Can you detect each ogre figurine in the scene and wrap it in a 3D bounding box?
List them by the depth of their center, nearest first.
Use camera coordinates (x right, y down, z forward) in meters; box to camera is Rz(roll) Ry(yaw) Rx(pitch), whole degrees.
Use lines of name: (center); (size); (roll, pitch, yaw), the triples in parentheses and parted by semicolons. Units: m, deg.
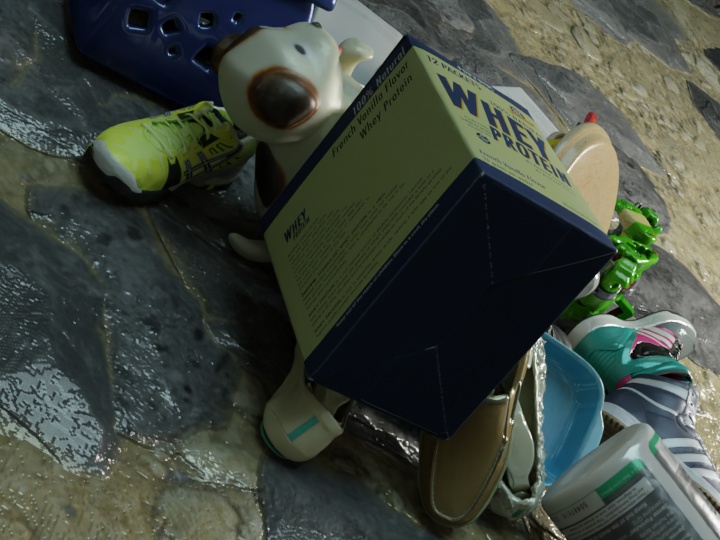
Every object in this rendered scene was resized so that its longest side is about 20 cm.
ogre figurine: (0.260, 0.004, 1.612); (0.098, 0.120, 0.200); (29, 27, -16)

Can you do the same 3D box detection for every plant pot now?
plant pot: (-0.140, -0.277, 1.403); (0.200, 0.180, 0.200); (23, 32, -32)

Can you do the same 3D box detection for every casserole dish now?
casserole dish: (0.118, 0.102, 1.301); (0.200, 0.121, 0.039); (33, -15, -19)

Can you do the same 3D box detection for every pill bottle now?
pill bottle: (0.249, 0.235, 1.247); (0.200, 0.113, 0.113); (53, 27, 4)

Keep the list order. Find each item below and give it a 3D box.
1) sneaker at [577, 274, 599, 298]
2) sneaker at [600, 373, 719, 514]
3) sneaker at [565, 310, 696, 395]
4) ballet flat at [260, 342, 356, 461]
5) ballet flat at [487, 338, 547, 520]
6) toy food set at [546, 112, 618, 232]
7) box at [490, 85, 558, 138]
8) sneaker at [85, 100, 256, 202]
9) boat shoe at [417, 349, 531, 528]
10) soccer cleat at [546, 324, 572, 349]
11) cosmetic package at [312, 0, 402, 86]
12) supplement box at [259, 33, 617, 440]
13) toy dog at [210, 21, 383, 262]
sneaker: (0.123, 0.009, 1.347); (0.200, 0.071, 0.080); (7, 38, -19)
sneaker: (0.309, 0.181, 1.441); (0.200, 0.070, 0.108); (44, 45, 10)
sneaker: (0.306, 0.103, 1.563); (0.200, 0.084, 0.121); (0, 43, -44)
ballet flat: (-0.020, 0.079, 1.177); (0.069, 0.069, 0.200); (38, 26, -8)
ballet flat: (0.122, 0.101, 1.234); (0.072, 0.072, 0.201); (0, 81, -54)
toy food set: (0.190, -0.053, 1.465); (0.049, 0.199, 0.200); (22, 19, 29)
box: (0.098, -0.092, 1.498); (0.106, 0.152, 0.200); (51, 28, 17)
sneaker: (-0.151, -0.109, 1.267); (0.075, 0.076, 0.200); (49, 28, 10)
boat shoe: (0.089, 0.099, 1.163); (0.071, 0.201, 0.076); (13, -4, 0)
soccer cleat: (0.156, 0.069, 1.415); (0.068, 0.081, 0.200); (52, 28, 19)
cosmetic package: (-0.026, -0.215, 1.596); (0.113, 0.081, 0.200); (36, 28, -12)
supplement box: (0.049, -0.026, 1.134); (0.134, 0.200, 0.200); (27, 24, -31)
toy dog: (-0.048, -0.118, 1.252); (0.140, 0.193, 0.200); (59, -4, 46)
